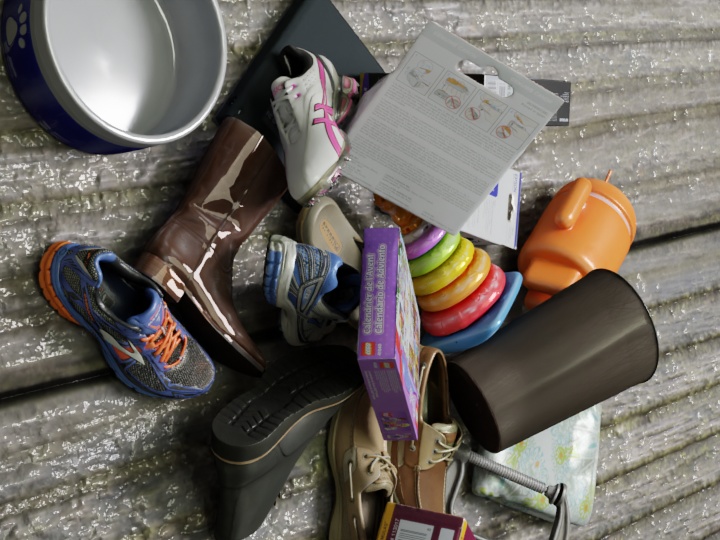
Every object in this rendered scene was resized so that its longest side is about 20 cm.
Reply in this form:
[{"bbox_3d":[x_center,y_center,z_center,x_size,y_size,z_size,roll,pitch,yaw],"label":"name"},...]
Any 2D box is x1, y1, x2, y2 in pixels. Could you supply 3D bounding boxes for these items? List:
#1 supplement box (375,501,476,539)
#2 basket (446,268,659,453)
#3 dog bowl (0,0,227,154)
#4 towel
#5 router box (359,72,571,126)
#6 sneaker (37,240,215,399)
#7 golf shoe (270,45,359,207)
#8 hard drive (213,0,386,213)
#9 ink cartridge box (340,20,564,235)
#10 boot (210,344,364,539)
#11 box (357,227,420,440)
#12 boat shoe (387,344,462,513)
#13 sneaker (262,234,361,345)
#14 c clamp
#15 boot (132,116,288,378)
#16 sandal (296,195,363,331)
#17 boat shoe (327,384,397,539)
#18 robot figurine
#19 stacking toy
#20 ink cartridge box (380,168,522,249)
[{"bbox_3d":[0.073,0.327,1.399,0.200,0.085,0.111,63,41,-57],"label":"supplement box"},{"bbox_3d":[0.204,0.106,1.516,0.198,0.181,0.137,-27,76,-15],"label":"basket"},{"bbox_3d":[-0.221,-0.208,1.245,0.199,0.078,0.203,7,80,-44],"label":"dog bowl"},{"bbox_3d":[0.216,0.203,1.639,0.199,0.048,0.173,25,66,-39],"label":"towel"},{"bbox_3d":[0.116,-0.185,1.493,0.199,0.156,0.053,-7,101,-54],"label":"router box"},{"bbox_3d":[-0.199,0.049,1.230,0.200,0.078,0.076,44,57,-31],"label":"sneaker"},{"bbox_3d":[-0.057,-0.140,1.333,0.092,0.073,0.201,34,34,-23],"label":"golf shoe"},{"bbox_3d":[-0.056,-0.181,1.435,0.140,0.033,0.201,49,54,-28],"label":"hard drive"},{"bbox_3d":[0.082,-0.145,1.369,0.161,0.201,0.057,27,33,-15],"label":"ink cartridge box"},{"bbox_3d":[-0.074,0.166,1.329,0.199,0.077,0.140,-27,137,-41],"label":"boot"},{"bbox_3d":[0.030,0.066,1.349,0.201,0.039,0.138,74,16,-60],"label":"box"},{"bbox_3d":[0.068,0.177,1.474,0.075,0.073,0.203,-8,90,-53],"label":"boat shoe"},{"bbox_3d":[-0.037,0.029,1.340,0.200,0.084,0.078,62,36,-71],"label":"sneaker"},{"bbox_3d":[0.156,0.249,1.539,0.199,0.027,0.172,29,72,-8],"label":"c clamp"},{"bbox_3d":[-0.110,-0.024,1.324,0.187,0.064,0.201,49,57,-34],"label":"boot"},{"bbox_3d":[0.000,0.000,1.438,0.201,0.054,0.081,56,51,-40],"label":"sandal"},{"bbox_3d":[0.011,0.215,1.422,0.071,0.064,0.203,9,78,-43],"label":"boat shoe"},{"bbox_3d":[0.265,-0.030,1.675,0.144,0.116,0.201,47,55,-17],"label":"robot figurine"},{"bbox_3d":[0.076,-0.019,1.489,0.201,0.115,0.110,53,42,-20],"label":"stacking toy"},{"bbox_3d":[0.107,-0.091,1.580,0.199,0.039,0.101,19,71,-40],"label":"ink cartridge box"}]
